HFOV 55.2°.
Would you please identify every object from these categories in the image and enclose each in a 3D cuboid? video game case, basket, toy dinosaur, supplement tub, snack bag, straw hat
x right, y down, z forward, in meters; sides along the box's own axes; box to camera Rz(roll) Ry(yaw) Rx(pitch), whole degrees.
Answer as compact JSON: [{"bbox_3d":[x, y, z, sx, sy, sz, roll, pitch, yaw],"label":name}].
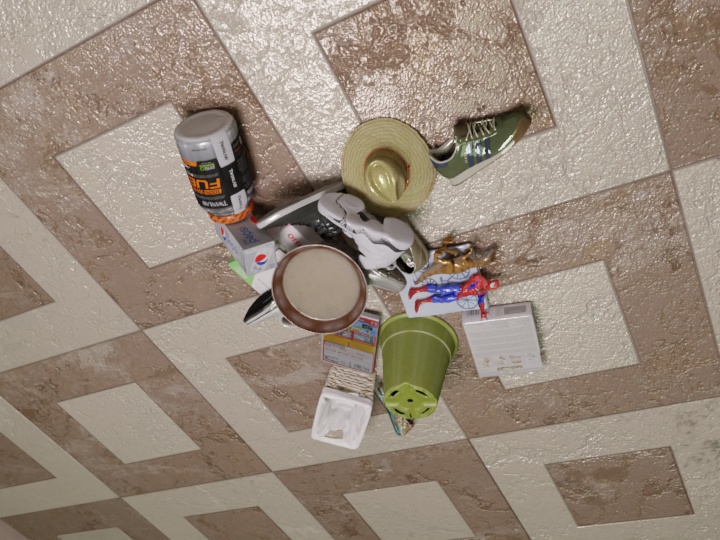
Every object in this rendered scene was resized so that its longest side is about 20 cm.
[{"bbox_3d":[-0.027,0.168,1.681,0.141,0.018,0.202,15,133,11],"label":"video game case"},{"bbox_3d":[-0.042,0.347,1.784,0.134,0.124,0.201,15,132,-1],"label":"basket"},{"bbox_3d":[0.182,-0.012,1.437,0.198,0.061,0.107,-14,127,23],"label":"toy dinosaur"},{"bbox_3d":[-0.280,-0.200,1.352,0.121,0.123,0.202,-1,131,13],"label":"supplement tub"},{"bbox_3d":[0.171,0.028,1.526,0.197,0.022,0.190,-10,128,19],"label":"snack bag"},{"bbox_3d":[0.046,-0.176,1.299,0.198,0.085,0.203,3,118,6],"label":"straw hat"}]

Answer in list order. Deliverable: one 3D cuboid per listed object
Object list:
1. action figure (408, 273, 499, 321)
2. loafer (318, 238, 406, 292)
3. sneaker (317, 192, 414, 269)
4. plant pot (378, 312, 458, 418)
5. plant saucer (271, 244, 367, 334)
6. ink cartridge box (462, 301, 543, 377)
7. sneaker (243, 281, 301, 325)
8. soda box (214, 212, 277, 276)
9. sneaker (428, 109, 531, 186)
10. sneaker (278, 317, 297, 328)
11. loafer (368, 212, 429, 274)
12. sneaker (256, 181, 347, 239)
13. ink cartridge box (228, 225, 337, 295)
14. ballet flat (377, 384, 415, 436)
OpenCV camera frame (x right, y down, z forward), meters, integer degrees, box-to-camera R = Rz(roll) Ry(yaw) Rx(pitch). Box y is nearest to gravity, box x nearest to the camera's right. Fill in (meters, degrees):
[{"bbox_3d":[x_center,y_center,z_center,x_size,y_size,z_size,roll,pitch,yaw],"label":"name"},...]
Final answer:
[{"bbox_3d":[0.202,0.065,1.476,0.198,0.100,0.066,-15,127,20],"label":"action figure"},{"bbox_3d":[0.000,0.000,1.425,0.198,0.070,0.070,24,121,-6],"label":"loafer"},{"bbox_3d":[-0.001,-0.069,1.348,0.198,0.076,0.115,24,139,-1],"label":"sneaker"},{"bbox_3d":[0.124,0.236,1.605,0.197,0.191,0.202,6,133,7],"label":"plant pot"},{"bbox_3d":[-0.081,0.034,1.395,0.197,0.035,0.203,3,115,6],"label":"plant saucer"},{"bbox_3d":[0.334,0.163,1.599,0.159,0.050,0.201,-8,133,18],"label":"ink cartridge box"},{"bbox_3d":[-0.158,0.093,1.497,0.199,0.076,0.115,-30,115,28],"label":"sneaker"},{"bbox_3d":[-0.238,-0.070,1.405,0.068,0.200,0.064,-18,127,-21],"label":"soda box"},{"bbox_3d":[0.207,-0.237,1.251,0.089,0.068,0.200,33,133,-24],"label":"sneaker"},{"bbox_3d":[-0.113,0.068,1.566,0.199,0.105,0.075,-31,116,32],"label":"sneaker"},{"bbox_3d":[0.068,-0.071,1.418,0.075,0.069,0.200,-34,108,34],"label":"loafer"},{"bbox_3d":[-0.103,-0.097,1.372,0.198,0.071,0.100,-24,106,-15],"label":"sneaker"},{"bbox_3d":[-0.165,-0.034,1.498,0.199,0.085,0.145,-29,121,31],"label":"ink cartridge box"},{"bbox_3d":[0.097,0.359,1.815,0.063,0.076,0.201,-27,132,-6],"label":"ballet flat"}]
